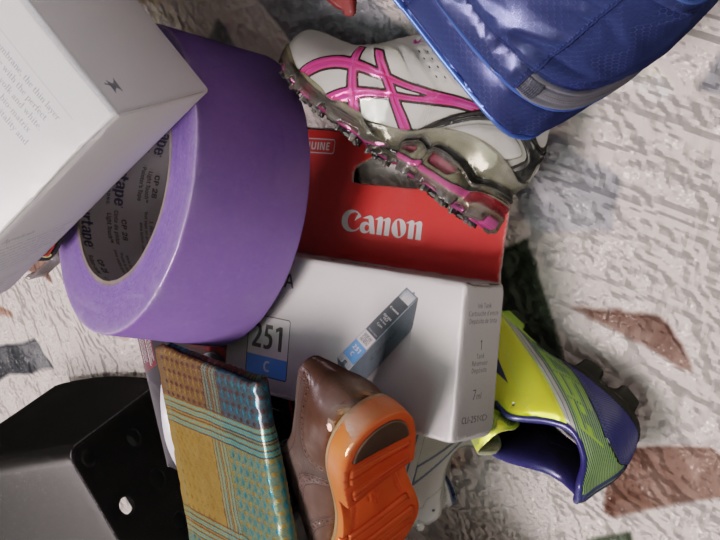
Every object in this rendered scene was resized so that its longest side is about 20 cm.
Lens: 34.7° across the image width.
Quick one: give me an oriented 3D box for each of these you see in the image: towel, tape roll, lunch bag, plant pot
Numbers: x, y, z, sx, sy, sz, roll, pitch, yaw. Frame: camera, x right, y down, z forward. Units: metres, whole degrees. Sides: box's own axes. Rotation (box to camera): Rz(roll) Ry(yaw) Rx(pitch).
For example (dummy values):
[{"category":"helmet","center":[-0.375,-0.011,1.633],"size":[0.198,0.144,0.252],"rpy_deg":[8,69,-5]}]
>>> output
[{"category":"towel","center":[-0.079,0.153,0.745],"size":[0.146,0.021,0.203],"rpy_deg":[11,112,55]},{"category":"tape roll","center":[-0.122,-0.054,0.764],"size":[0.199,0.084,0.203],"rpy_deg":[-14,73,51]},{"category":"lunch bag","center":[0.071,-0.173,0.537],"size":[0.201,0.135,0.132],"rpy_deg":[52,138,3]},{"category":"plant pot","center":[-0.239,0.208,1.045],"size":[0.176,0.200,0.201],"rpy_deg":[-24,98,37]}]

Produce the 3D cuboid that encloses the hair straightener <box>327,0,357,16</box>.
[{"category":"hair straightener","center":[0.003,-0.236,0.612],"size":[0.041,0.076,0.201],"rpy_deg":[43,156,37]}]

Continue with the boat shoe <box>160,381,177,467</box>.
[{"category":"boat shoe","center":[-0.084,0.152,0.836],"size":[0.065,0.070,0.203],"rpy_deg":[-8,107,24]}]

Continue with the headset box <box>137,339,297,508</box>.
[{"category":"headset box","center":[-0.089,0.100,0.910],"size":[0.198,0.077,0.151],"rpy_deg":[15,125,35]}]

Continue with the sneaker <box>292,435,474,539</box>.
[{"category":"sneaker","center":[0.013,0.154,0.791],"size":[0.087,0.075,0.201],"rpy_deg":[39,97,3]}]

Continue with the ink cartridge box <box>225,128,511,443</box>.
[{"category":"ink cartridge box","center":[0.000,0.000,0.730],"size":[0.198,0.044,0.179],"rpy_deg":[8,95,40]}]

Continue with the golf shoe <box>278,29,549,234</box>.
[{"category":"golf shoe","center":[0.032,-0.103,0.684],"size":[0.199,0.072,0.093],"rpy_deg":[37,95,35]}]

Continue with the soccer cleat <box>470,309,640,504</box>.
[{"category":"soccer cleat","center":[0.079,0.069,0.720],"size":[0.199,0.084,0.065],"rpy_deg":[32,149,25]}]

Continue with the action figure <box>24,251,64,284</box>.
[{"category":"action figure","center":[-0.282,-0.092,0.984],"size":[0.200,0.103,0.196],"rpy_deg":[-162,55,-69]}]

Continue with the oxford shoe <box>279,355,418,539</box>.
[{"category":"oxford shoe","center":[-0.010,0.130,0.710],"size":[0.073,0.071,0.202],"rpy_deg":[42,144,32]}]

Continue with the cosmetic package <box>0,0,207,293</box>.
[{"category":"cosmetic package","center":[-0.231,-0.109,0.647],"size":[0.199,0.123,0.200],"rpy_deg":[-39,91,23]}]

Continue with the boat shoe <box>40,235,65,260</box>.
[{"category":"boat shoe","center":[-0.199,-0.096,0.750],"size":[0.074,0.063,0.203],"rpy_deg":[44,115,40]}]
